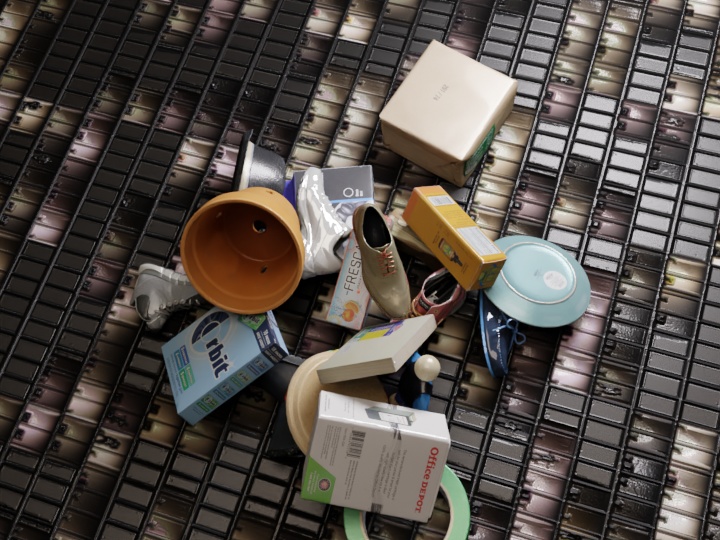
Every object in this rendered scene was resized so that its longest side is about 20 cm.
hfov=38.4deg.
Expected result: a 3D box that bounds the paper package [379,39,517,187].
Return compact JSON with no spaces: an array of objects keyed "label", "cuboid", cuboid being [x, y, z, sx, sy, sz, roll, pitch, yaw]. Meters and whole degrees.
[{"label":"paper package","cuboid":[0.160,-0.288,1.888,0.190,0.104,0.201,29,71,18]}]

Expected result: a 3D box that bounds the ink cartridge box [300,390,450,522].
[{"label":"ink cartridge box","cuboid":[0.021,0.279,1.549,0.198,0.084,0.147,12,110,-4]}]

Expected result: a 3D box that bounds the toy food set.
[{"label":"toy food set","cuboid":[-0.034,0.228,1.660,0.198,0.049,0.201,-36,95,-36]}]

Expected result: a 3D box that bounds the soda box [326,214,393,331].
[{"label":"soda box","cuboid":[0.000,0.000,1.762,0.063,0.068,0.202,16,87,6]}]

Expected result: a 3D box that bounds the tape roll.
[{"label":"tape roll","cuboid":[0.073,0.388,1.626,0.199,0.048,0.202,-3,66,6]}]

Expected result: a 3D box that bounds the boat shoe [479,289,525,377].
[{"label":"boat shoe","cuboid":[0.236,0.077,1.726,0.068,0.084,0.202,-7,67,14]}]

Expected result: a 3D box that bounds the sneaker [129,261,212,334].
[{"label":"sneaker","cuboid":[-0.317,0.065,1.807,0.199,0.075,0.116,15,73,23]}]

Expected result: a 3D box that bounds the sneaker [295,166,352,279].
[{"label":"sneaker","cuboid":[-0.063,-0.083,1.798,0.098,0.078,0.202,-1,77,-1]}]

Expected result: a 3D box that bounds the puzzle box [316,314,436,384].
[{"label":"puzzle box","cuboid":[0.030,0.122,1.627,0.132,0.200,0.026,-13,101,27]}]

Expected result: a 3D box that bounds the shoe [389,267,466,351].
[{"label":"shoe","cuboid":[0.099,0.073,1.739,0.200,0.091,0.071,-41,68,-12]}]

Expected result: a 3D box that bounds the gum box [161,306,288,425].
[{"label":"gum box","cuboid":[-0.228,0.134,1.713,0.199,0.045,0.170,-37,40,7]}]

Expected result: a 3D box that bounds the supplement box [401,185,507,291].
[{"label":"supplement box","cuboid":[0.155,-0.056,1.727,0.068,0.067,0.200,-6,45,-37]}]

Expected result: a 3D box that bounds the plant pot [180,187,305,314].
[{"label":"plant pot","cuboid":[-0.178,-0.048,1.690,0.198,0.202,0.140,4,25,8]}]

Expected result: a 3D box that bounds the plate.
[{"label":"plate","cuboid":[0.296,0.010,1.742,0.198,0.026,0.201,7,48,-8]}]

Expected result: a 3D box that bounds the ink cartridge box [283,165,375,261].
[{"label":"ink cartridge box","cuboid":[-0.070,-0.088,1.857,0.198,0.043,0.200,-6,67,5]}]

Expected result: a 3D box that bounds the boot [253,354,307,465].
[{"label":"boot","cuboid":[-0.131,0.227,1.704,0.198,0.077,0.169,12,64,5]}]

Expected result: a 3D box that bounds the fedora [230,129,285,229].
[{"label":"fedora","cuboid":[-0.183,-0.145,1.836,0.091,0.201,0.202,11,66,-9]}]

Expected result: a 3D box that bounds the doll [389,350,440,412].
[{"label":"doll","cuboid":[0.083,0.183,1.630,0.048,0.200,0.137,-2,64,-11]}]

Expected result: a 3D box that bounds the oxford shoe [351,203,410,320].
[{"label":"oxford shoe","cuboid":[0.033,-0.013,1.689,0.070,0.075,0.201,-22,90,-5]}]

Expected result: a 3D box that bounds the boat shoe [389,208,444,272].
[{"label":"boat shoe","cuboid":[0.126,-0.046,1.801,0.199,0.071,0.065,30,73,19]}]
